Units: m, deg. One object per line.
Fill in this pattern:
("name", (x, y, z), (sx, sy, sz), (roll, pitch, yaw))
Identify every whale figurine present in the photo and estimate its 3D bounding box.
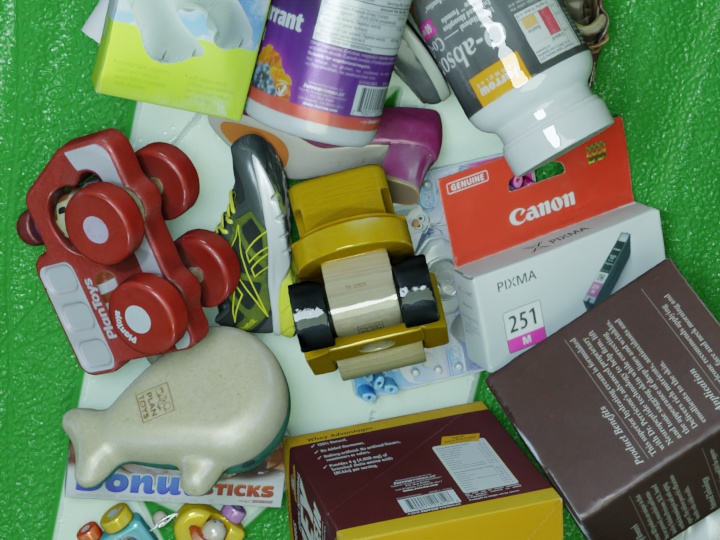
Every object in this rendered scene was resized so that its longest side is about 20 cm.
("whale figurine", (-0.156, 0.133, 1.550), (0.199, 0.160, 0.104), (-22, 151, 0))

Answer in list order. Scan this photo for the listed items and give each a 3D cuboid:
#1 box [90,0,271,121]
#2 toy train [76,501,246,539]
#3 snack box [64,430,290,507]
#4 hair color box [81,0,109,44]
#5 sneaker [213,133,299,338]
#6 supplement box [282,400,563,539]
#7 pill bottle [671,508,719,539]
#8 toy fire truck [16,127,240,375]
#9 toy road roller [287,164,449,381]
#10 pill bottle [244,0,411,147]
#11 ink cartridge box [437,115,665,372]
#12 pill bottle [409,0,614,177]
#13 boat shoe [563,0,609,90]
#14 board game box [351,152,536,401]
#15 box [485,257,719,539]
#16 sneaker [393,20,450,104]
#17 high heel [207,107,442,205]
("box", (-0.127, -0.225, 1.361), (0.121, 0.048, 0.201), (10, 108, -18))
("toy train", (-0.167, 0.287, 1.627), (0.199, 0.056, 0.151), (4, 107, -13))
("snack box", (-0.166, 0.174, 1.606), (0.199, 0.024, 0.072), (4, 106, -13))
("hair color box", (-0.126, -0.246, 1.436), (0.099, 0.061, 0.200), (38, 99, 17))
("sneaker", (-0.099, -0.022, 1.514), (0.084, 0.075, 0.201), (-5, 122, 3))
("supplement box", (0.052, 0.231, 1.563), (0.196, 0.200, 0.134), (-9, 113, -14))
("pill bottle", (0.354, 0.229, 1.681), (0.199, 0.113, 0.114), (-1, 108, -11))
("toy fire truck", (-0.210, -0.012, 1.478), (0.167, 0.112, 0.201), (-13, 109, 34))
("toy road roller", (0.000, 0.000, 1.498), (0.122, 0.200, 0.147), (-13, 73, 1))
("pill bottle", (-0.018, -0.208, 1.398), (0.111, 0.111, 0.201), (12, 104, -15))
("ink cartridge box", (0.176, -0.025, 1.576), (0.199, 0.044, 0.175), (-20, 113, -20))
("pill bottle", (0.122, -0.187, 1.466), (0.116, 0.116, 0.201), (-29, 87, -1))
("boat shoe", (0.177, -0.211, 1.522), (0.072, 0.072, 0.201), (-2, 107, -14))
("board game box", (0.076, 0.008, 1.600), (0.199, 0.026, 0.201), (-13, 109, -7))
("box", (0.249, 0.132, 1.571), (0.199, 0.166, 0.164), (-33, 148, 1))
("sneaker", (-0.019, -0.196, 1.497), (0.106, 0.075, 0.200), (-42, 102, 9))
("high heel", (-0.028, -0.128, 1.533), (0.199, 0.096, 0.068), (15, 145, 4))
